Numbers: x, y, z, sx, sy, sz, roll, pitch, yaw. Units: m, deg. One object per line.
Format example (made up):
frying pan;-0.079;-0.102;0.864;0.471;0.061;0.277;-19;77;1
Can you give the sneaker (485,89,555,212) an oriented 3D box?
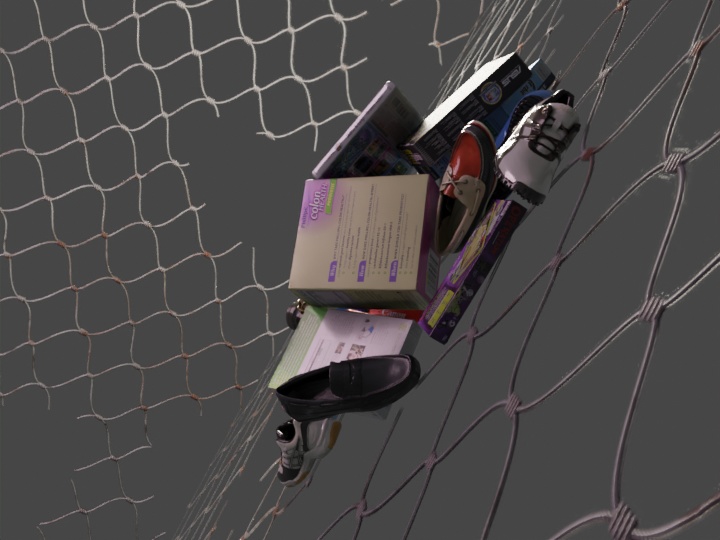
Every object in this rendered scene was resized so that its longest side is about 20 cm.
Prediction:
sneaker;0.214;-0.163;1.236;0.200;0.066;0.078;-58;-12;27

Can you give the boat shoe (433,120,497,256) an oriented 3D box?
boat shoe;0.139;-0.108;1.205;0.062;0.071;0.201;-24;-43;-31

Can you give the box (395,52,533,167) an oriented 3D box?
box;0.150;-0.236;1.318;0.200;0.044;0.160;-42;10;-1

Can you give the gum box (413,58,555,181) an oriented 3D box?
gum box;0.195;-0.234;1.390;0.200;0.045;0.170;-32;13;47

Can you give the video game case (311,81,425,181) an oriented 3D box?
video game case;0.029;-0.184;1.397;0.182;0.024;0.200;-49;-28;5

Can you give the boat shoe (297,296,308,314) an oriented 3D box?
boat shoe;-0.076;0.056;1.535;0.074;0.066;0.201;146;139;-63

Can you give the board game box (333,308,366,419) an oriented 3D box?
board game box;-0.037;0.151;1.446;0.153;0.045;0.200;-62;-15;-22

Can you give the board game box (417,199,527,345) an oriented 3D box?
board game box;0.143;-0.002;1.153;0.201;0.032;0.120;-59;10;3

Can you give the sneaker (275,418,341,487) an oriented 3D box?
sneaker;-0.106;0.288;1.467;0.200;0.087;0.076;-55;9;42

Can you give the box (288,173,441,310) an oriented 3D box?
box;0.013;-0.039;1.294;0.097;0.199;0.177;43;-130;-61

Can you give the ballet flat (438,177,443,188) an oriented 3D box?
ballet flat;0.165;-0.137;1.422;0.073;0.073;0.200;-61;9;-16

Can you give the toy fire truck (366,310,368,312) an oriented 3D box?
toy fire truck;0.000;0.000;1.456;0.176;0.199;0.129;-52;9;45

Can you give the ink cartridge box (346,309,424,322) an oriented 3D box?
ink cartridge box;0.015;0.105;1.312;0.109;0.050;0.201;8;61;41

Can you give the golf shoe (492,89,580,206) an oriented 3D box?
golf shoe;0.219;-0.159;1.073;0.095;0.078;0.200;-53;10;38

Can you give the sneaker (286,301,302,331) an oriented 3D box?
sneaker;-0.029;0.087;1.647;0.114;0.199;0.077;15;104;50

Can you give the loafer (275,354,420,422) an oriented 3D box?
loafer;-0.018;0.151;1.158;0.200;0.070;0.068;-19;50;20

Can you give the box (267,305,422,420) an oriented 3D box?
box;-0.024;0.127;1.258;0.199;0.036;0.145;7;60;36
